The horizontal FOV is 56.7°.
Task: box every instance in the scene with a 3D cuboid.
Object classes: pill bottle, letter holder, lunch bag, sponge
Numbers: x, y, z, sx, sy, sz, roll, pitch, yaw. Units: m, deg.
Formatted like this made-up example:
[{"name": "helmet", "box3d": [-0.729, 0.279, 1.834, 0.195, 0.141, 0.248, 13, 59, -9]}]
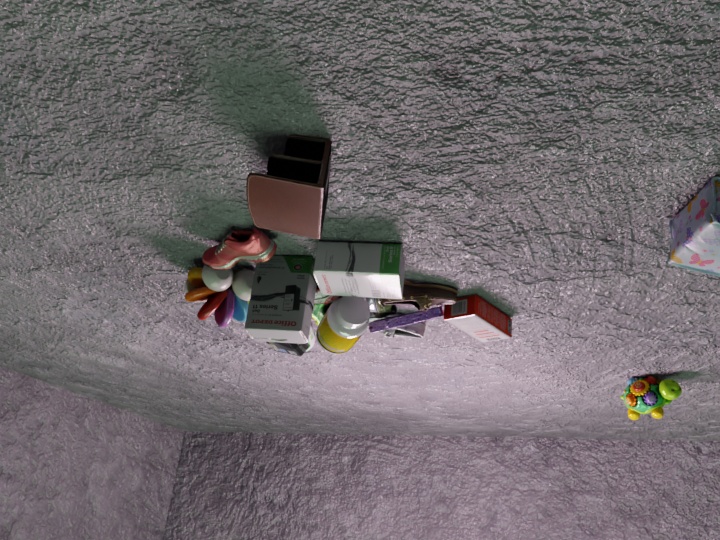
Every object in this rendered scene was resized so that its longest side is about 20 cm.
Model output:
[{"name": "pill bottle", "box3d": [-0.042, 0.138, 1.744, 0.112, 0.113, 0.200, 12, 152, -12]}, {"name": "letter holder", "box3d": [-0.133, -0.156, 1.247, 0.142, 0.101, 0.200, 9, 156, -1]}, {"name": "lunch bag", "box3d": [0.695, -0.070, 1.215, 0.200, 0.127, 0.170, 15, 154, 4]}, {"name": "sponge", "box3d": [0.125, 0.131, 1.809, 0.200, 0.030, 0.112, -14, 177, 11]}]

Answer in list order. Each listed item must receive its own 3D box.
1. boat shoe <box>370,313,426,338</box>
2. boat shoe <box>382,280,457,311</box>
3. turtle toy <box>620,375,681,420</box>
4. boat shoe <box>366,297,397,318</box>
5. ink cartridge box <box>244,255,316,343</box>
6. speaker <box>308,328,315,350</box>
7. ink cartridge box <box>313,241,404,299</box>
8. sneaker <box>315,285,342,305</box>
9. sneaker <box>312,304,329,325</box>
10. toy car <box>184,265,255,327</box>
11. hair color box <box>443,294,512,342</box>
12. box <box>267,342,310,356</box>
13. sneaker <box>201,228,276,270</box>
[{"name": "boat shoe", "box3d": [0.090, 0.162, 1.936, 0.200, 0.067, 0.074, 0, 155, 12]}, {"name": "boat shoe", "box3d": [0.152, 0.072, 1.720, 0.200, 0.070, 0.070, 7, 155, -5]}, {"name": "turtle toy", "box3d": [0.964, 0.409, 2.219, 0.200, 0.146, 0.101, -13, 128, 36]}, {"name": "boat shoe", "box3d": [0.054, 0.080, 1.780, 0.062, 0.072, 0.200, -13, 163, 8]}, {"name": "ink cartridge box", "box3d": [-0.191, 0.070, 1.634, 0.146, 0.200, 0.083, 1, 155, 10]}, {"name": "speaker", "box3d": [-0.188, 0.183, 2.029, 0.088, 0.089, 0.200, 4, 156, 5]}, {"name": "ink cartridge box", "box3d": [0.000, 0.000, 1.577, 0.200, 0.084, 0.146, 3, 156, 7]}, {"name": "sneaker", "box3d": [-0.156, 0.057, 1.766, 0.201, 0.067, 0.108, -9, 151, 22]}, {"name": "sneaker", "box3d": [-0.087, 0.125, 1.888, 0.083, 0.074, 0.200, -1, 155, 24]}, {"name": "toy car", "box3d": [-0.362, 0.071, 1.740, 0.200, 0.150, 0.175, 20, 152, -29]}, {"name": "hair color box", "box3d": [0.324, 0.134, 1.828, 0.101, 0.061, 0.200, -14, 148, 37]}, {"name": "box", "box3d": [-0.247, 0.168, 1.911, 0.161, 0.049, 0.200, 49, 157, -21]}, {"name": "sneaker", "box3d": [-0.295, -0.061, 1.556, 0.200, 0.074, 0.087, -10, 138, 24]}]
